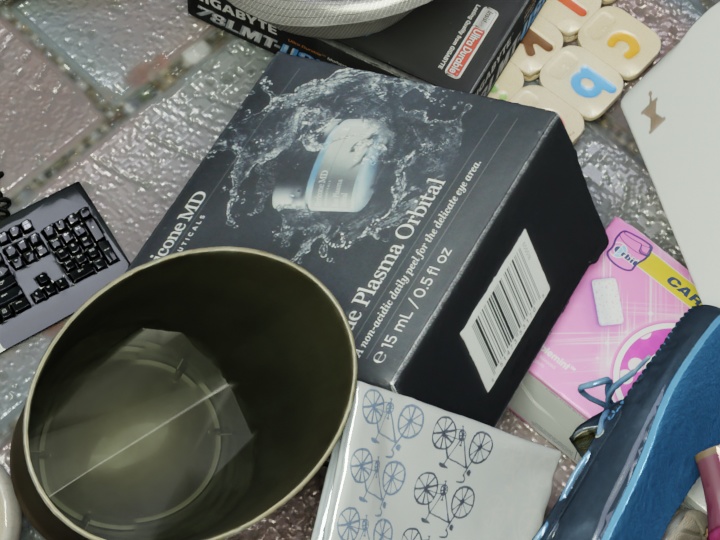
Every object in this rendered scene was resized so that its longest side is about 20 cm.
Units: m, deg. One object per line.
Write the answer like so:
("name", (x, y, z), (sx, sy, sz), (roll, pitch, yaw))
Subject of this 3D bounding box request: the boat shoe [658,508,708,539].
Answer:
("boat shoe", (0.124, 0.214, 1.427), (0.072, 0.076, 0.200), (18, 66, 46))

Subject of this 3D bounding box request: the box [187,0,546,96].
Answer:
("box", (0.022, -0.204, 1.640), (0.198, 0.050, 0.201), (26, 63, 14))

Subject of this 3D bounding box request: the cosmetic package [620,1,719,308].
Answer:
("cosmetic package", (0.292, -0.071, 1.491), (0.199, 0.167, 0.167), (2, 57, -37))

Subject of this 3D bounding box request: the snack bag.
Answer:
("snack bag", (0.029, 0.172, 1.353), (0.021, 0.188, 0.201), (8, 80, 40))

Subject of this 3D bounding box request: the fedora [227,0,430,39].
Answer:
("fedora", (-0.003, -0.203, 1.559), (0.198, 0.090, 0.178), (-14, 61, 0))

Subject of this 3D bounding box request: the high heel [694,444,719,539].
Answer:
("high heel", (0.274, 0.137, 1.412), (0.198, 0.067, 0.097), (-5, 71, -18))

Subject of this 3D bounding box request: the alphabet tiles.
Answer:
("alphabet tiles", (0.083, -0.159, 1.650), (0.195, 0.015, 0.200), (37, 65, 18))

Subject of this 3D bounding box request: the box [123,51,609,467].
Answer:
("box", (0.000, 0.000, 1.464), (0.199, 0.118, 0.197), (14, 58, 32))

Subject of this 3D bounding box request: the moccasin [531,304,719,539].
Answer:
("moccasin", (0.138, 0.098, 1.402), (0.068, 0.081, 0.201), (15, 60, 38))

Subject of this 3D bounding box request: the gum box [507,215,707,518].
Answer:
("gum box", (0.186, 0.079, 1.498), (0.200, 0.066, 0.114), (39, 67, 16))

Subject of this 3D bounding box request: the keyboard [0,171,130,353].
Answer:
("keyboard", (-0.241, 0.005, 1.526), (0.199, 0.040, 0.104), (-29, 68, -19))

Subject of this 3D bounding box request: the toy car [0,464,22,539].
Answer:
("toy car", (-0.293, 0.111, 1.414), (0.150, 0.175, 0.201), (-33, 68, 23))

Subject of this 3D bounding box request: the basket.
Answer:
("basket", (-0.111, 0.084, 1.350), (0.180, 0.200, 0.136), (-32, 88, -23))
